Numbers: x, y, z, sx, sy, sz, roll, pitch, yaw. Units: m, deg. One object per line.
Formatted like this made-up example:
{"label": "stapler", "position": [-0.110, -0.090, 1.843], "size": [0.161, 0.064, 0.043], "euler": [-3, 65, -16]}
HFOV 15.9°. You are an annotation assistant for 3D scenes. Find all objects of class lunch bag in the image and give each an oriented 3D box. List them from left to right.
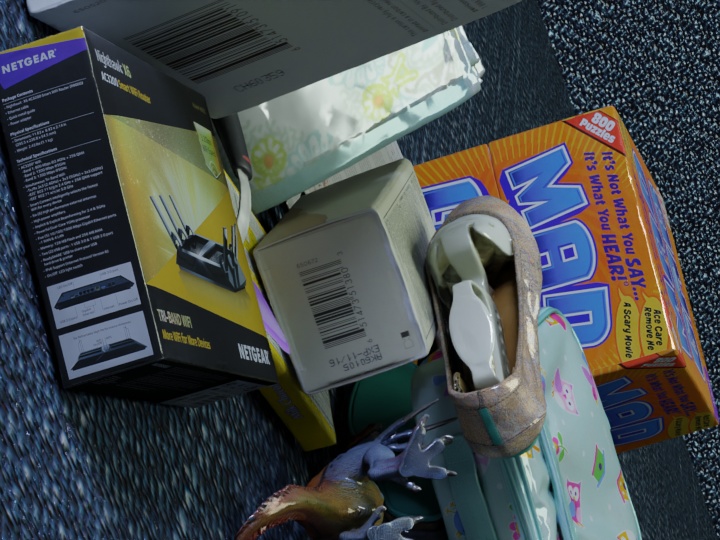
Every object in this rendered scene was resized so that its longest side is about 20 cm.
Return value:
{"label": "lunch bag", "position": [0.103, 0.132, 1.567], "size": [0.160, 0.077, 0.201], "euler": [-32, 105, -65]}

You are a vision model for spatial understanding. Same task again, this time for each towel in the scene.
{"label": "towel", "position": [-0.029, -0.146, 1.529], "size": [0.048, 0.200, 0.172], "euler": [-1, -65, 57]}

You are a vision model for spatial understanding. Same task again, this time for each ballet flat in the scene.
{"label": "ballet flat", "position": [0.021, 0.131, 1.631], "size": [0.200, 0.073, 0.073], "euler": [-99, 168, -61]}
{"label": "ballet flat", "position": [0.070, 0.015, 1.480], "size": [0.067, 0.068, 0.200], "euler": [54, 18, -43]}

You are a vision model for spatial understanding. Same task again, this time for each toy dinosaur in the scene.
{"label": "toy dinosaur", "position": [-0.009, 0.118, 1.453], "size": [0.181, 0.199, 0.106], "euler": [-6, -106, 63]}

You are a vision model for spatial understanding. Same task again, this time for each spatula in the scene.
{"label": "spatula", "position": [-0.067, -0.038, 1.405], "size": [0.057, 0.020, 0.201], "euler": [49, 24, -49]}

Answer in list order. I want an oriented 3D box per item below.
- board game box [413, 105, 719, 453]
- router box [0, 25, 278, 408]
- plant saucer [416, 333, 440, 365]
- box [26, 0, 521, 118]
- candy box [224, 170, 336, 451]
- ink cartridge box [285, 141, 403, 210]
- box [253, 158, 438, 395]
{"label": "board game box", "position": [0.141, 0.027, 1.965], "size": [0.200, 0.199, 0.201], "euler": [49, 27, -65]}
{"label": "router box", "position": [-0.106, -0.019, 1.237], "size": [0.200, 0.052, 0.158], "euler": [21, 53, -76]}
{"label": "plant saucer", "position": [0.059, 0.119, 1.737], "size": [0.200, 0.032, 0.201], "euler": [-179, -90, -82]}
{"label": "box", "position": [-0.049, -0.191, 1.321], "size": [0.199, 0.199, 0.131], "euler": [26, 48, -62]}
{"label": "candy box", "position": [-0.062, 0.014, 1.469], "size": [0.200, 0.026, 0.103], "euler": [58, 20, -53]}
{"label": "ink cartridge box", "position": [-0.030, -0.068, 1.739], "size": [0.200, 0.050, 0.161], "euler": [-69, 143, -49]}
{"label": "box", "position": [0.000, 0.000, 1.531], "size": [0.200, 0.077, 0.095], "euler": [-54, 124, -79]}
